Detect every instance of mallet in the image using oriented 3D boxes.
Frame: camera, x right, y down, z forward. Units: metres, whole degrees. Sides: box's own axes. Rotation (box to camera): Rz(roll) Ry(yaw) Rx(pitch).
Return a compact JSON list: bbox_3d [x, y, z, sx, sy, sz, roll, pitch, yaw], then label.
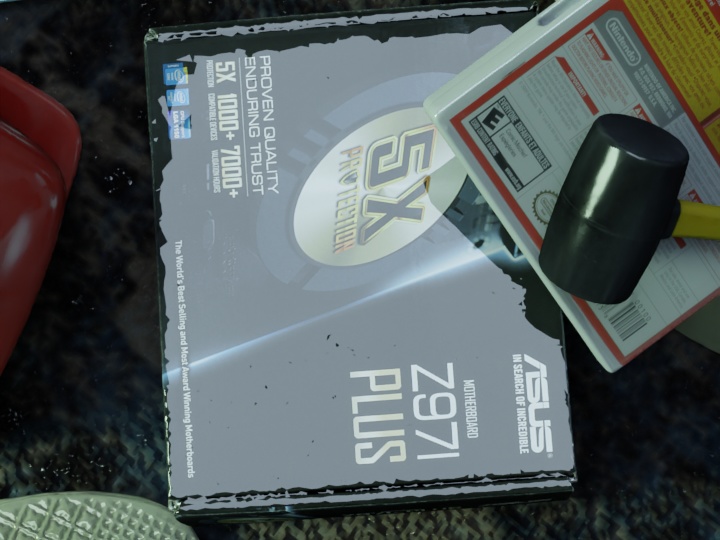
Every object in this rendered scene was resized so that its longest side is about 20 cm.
[{"bbox_3d":[0.164,-0.023,0.888,0.199,0.041,0.066,-1,122,-22],"label":"mallet"}]

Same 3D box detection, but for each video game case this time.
[{"bbox_3d":[0.140,-0.069,0.887,0.200,0.017,0.143,-36,121,2],"label":"video game case"}]

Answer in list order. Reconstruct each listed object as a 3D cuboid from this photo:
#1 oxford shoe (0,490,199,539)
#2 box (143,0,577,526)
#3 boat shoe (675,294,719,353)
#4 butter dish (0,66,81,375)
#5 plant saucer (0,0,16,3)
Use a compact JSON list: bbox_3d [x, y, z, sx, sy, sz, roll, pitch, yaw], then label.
[{"bbox_3d":[-0.162,0.143,0.970,0.199,0.058,0.076,-17,74,-15],"label":"oxford shoe"},{"bbox_3d":[0.000,0.000,0.965,0.163,0.086,0.201,-3,81,2],"label":"box"},{"bbox_3d":[0.197,0.013,0.962,0.199,0.071,0.063,23,72,10],"label":"boat shoe"},{"bbox_3d":[-0.196,-0.007,0.913,0.199,0.148,0.201,28,82,-33],"label":"butter dish"},{"bbox_3d":[-0.144,-0.151,1.030,0.199,0.019,0.070,-7,81,1],"label":"plant saucer"}]
